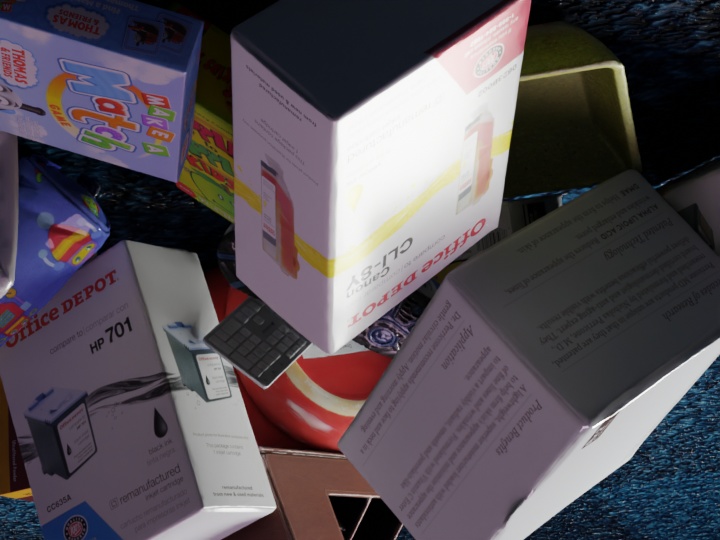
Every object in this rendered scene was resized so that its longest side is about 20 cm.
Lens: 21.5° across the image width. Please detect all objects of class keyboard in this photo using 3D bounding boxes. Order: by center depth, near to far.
[{"bbox_3d":[-0.043,0.022,1.367,0.011,0.056,0.200,-52,175,37],"label":"keyboard"}]

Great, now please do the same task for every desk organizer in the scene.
[{"bbox_3d":[-0.030,0.183,1.387,0.072,0.077,0.200,-32,158,24],"label":"desk organizer"}]

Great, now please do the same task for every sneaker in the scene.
[{"bbox_3d":[0.000,0.000,1.350,0.199,0.077,0.076,27,133,-8],"label":"sneaker"}]

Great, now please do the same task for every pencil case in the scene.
[{"bbox_3d":[-0.257,0.006,1.268,0.200,0.087,0.078,-44,153,3],"label":"pencil case"}]

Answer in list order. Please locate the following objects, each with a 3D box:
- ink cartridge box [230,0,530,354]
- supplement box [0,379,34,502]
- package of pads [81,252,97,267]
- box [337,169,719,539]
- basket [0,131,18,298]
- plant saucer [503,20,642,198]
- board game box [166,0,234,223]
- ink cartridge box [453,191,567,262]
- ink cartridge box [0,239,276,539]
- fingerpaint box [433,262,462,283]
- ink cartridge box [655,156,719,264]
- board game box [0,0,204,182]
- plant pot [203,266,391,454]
[{"bbox_3d":[0.009,-0.071,1.030,0.145,0.083,0.200,-36,152,-26],"label":"ink cartridge box"},{"bbox_3d":[-0.190,0.135,1.709,0.197,0.133,0.200,-16,159,30],"label":"supplement box"},{"bbox_3d":[-0.273,0.007,1.405,0.154,0.069,0.200,-3,161,-9],"label":"package of pads"},{"bbox_3d":[0.122,0.069,1.244,0.200,0.131,0.199,-28,159,-40],"label":"box"},{"bbox_3d":[-0.320,-0.044,1.144,0.199,0.136,0.123,6,163,-29],"label":"basket"},{"bbox_3d":[0.073,-0.099,1.209,0.199,0.048,0.200,-8,161,10],"label":"plant saucer"},{"bbox_3d":[-0.073,-0.078,1.153,0.101,0.048,0.200,33,167,12],"label":"board game box"},{"bbox_3d":[0.083,-0.028,1.331,0.099,0.039,0.200,-8,-178,19],"label":"ink cartridge box"},{"bbox_3d":[-0.161,0.101,1.315,0.146,0.201,0.086,-31,159,29],"label":"ink cartridge box"},{"bbox_3d":[0.138,0.039,1.601,0.199,0.074,0.166,-20,156,38],"label":"fingerpaint box"},{"bbox_3d":[0.252,-0.032,1.318,0.145,0.088,0.200,-28,-178,-40],"label":"ink cartridge box"},{"bbox_3d":[-0.186,-0.116,1.014,0.199,0.037,0.151,15,160,-2],"label":"board game box"},{"bbox_3d":[-0.065,0.082,1.479,0.200,0.201,0.182,9,155,-36],"label":"plant pot"}]
